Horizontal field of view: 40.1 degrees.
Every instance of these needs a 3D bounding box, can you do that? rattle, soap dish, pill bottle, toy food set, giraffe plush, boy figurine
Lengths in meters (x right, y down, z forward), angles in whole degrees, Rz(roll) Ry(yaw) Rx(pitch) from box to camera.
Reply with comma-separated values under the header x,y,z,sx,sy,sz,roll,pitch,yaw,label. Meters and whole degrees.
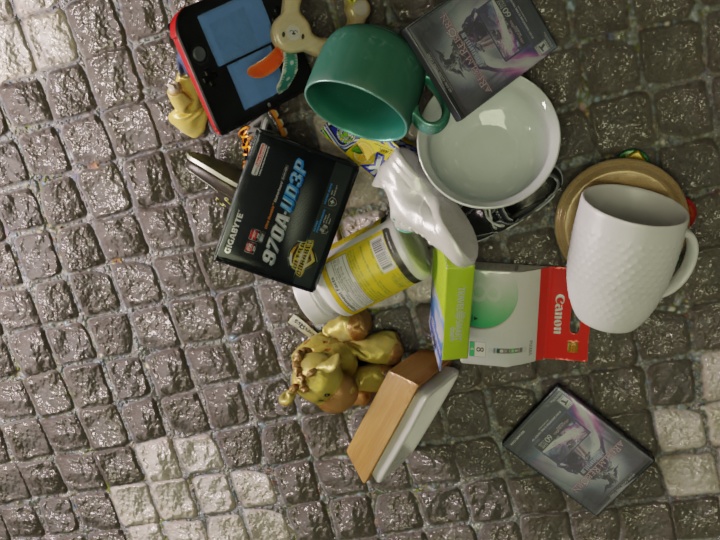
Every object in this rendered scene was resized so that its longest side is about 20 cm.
x,y,z,sx,sy,sz,roll,pitch,yaw,label
-0.059,-0.337,1.356,0.200,0.143,0.131,-43,123,-16,rattle
0.066,0.227,1.578,0.081,0.157,0.201,33,115,16,soap dish
0.000,0.000,1.520,0.199,0.114,0.115,-27,103,21,pill bottle
0.385,-0.069,1.442,0.197,0.049,0.201,-31,100,19,toy food set
-0.045,0.156,1.563,0.198,0.162,0.174,21,114,3,giraffe plush
-0.248,-0.287,1.471,0.064,0.125,0.201,28,142,10,boy figurine

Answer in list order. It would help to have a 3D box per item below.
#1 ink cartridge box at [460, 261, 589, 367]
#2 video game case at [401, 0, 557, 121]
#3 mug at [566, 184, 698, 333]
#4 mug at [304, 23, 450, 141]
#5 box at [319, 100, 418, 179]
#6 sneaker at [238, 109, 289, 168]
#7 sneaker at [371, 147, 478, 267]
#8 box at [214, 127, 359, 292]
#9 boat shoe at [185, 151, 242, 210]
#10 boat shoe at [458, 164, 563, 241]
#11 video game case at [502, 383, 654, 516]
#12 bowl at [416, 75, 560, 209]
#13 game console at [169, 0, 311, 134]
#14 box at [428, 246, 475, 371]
x,y,z,sx,sy,sz,roll,pitch,yaw,label
0.256,0.072,1.529,0.198,0.050,0.162,5,112,13,ink cartridge box
0.166,-0.315,1.343,0.200,0.019,0.143,-39,102,-23,video game case
0.383,-0.012,1.372,0.198,0.148,0.177,-3,118,-21,mug
0.025,-0.258,1.359,0.184,0.115,0.152,29,162,-27,mug
0.039,-0.173,1.469,0.200,0.070,0.064,39,114,-4,box
-0.146,-0.176,1.482,0.201,0.077,0.078,61,156,0,sneaker
0.089,-0.074,1.401,0.088,0.075,0.201,-44,68,28,sneaker
-0.109,-0.087,1.443,0.158,0.046,0.202,19,98,-14,box
-0.190,-0.117,1.540,0.200,0.072,0.061,28,110,-2,boat shoe
0.210,-0.092,1.463,0.199,0.068,0.072,-27,103,21,boat shoe
0.352,0.292,1.600,0.199,0.019,0.143,37,113,-3,video game case
0.181,-0.177,1.407,0.199,0.090,0.203,-1,81,6,bowl
-0.165,-0.310,1.404,0.031,0.200,0.178,-7,112,50,game console
0.135,0.037,1.479,0.047,0.122,0.201,-3,128,-4,box
